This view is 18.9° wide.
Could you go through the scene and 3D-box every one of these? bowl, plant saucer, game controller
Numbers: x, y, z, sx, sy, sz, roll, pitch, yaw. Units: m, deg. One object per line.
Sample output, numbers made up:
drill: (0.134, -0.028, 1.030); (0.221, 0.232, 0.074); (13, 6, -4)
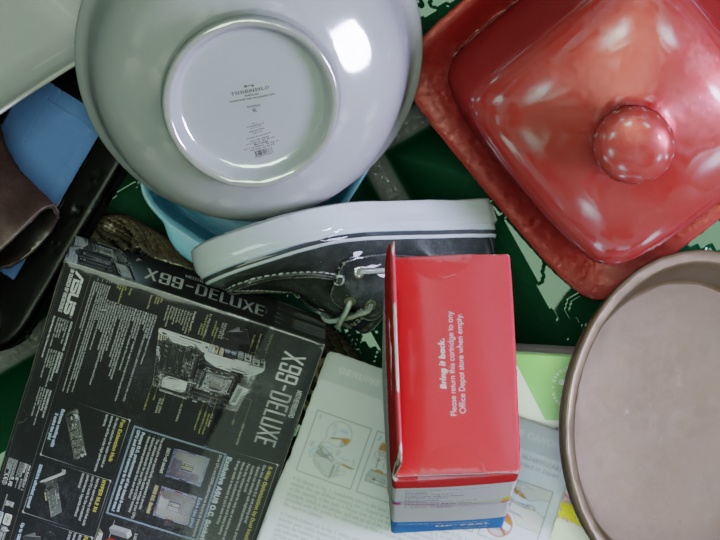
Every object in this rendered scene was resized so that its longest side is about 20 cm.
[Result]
bowl: (-0.061, -0.107, 1.192); (0.199, 0.090, 0.202); (-1, 114, -2)
plant saucer: (0.190, 0.089, 1.256); (0.199, 0.029, 0.202); (0, 91, -32)
game controller: (-0.196, -0.055, 1.282); (0.104, 0.042, 0.201); (31, 92, 15)

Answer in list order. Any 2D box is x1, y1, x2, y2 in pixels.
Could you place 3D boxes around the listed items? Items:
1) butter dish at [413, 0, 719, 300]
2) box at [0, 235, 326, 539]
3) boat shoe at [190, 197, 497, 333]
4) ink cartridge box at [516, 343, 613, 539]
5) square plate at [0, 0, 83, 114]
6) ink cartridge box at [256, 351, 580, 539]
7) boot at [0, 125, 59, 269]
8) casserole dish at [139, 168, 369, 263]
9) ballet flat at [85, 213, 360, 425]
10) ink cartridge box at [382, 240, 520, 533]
butter dish: (0.148, -0.089, 1.211); (0.200, 0.148, 0.200); (-38, 103, 14)
box: (-0.123, 0.099, 1.264); (0.157, 0.050, 0.201); (17, 106, -5)
boat shoe: (0.000, 0.000, 1.239); (0.199, 0.072, 0.071); (-7, 84, -29)
ink cartridge box: (0.087, 0.145, 1.281); (0.116, 0.067, 0.202); (3, 92, 2)
square plate: (-0.268, -0.148, 1.248); (0.200, 0.028, 0.198); (-38, 74, -18)
ink cartridge box: (0.021, 0.167, 1.240); (0.159, 0.047, 0.201); (19, 77, 5)
boot: (-0.291, -0.035, 1.251); (0.199, 0.072, 0.167); (-36, 65, -5)
casserole dish: (-0.047, -0.091, 1.288); (0.121, 0.039, 0.201); (31, 93, -2)
ballet flat: (-0.083, 0.030, 1.290); (0.199, 0.046, 0.068); (35, 92, -1)
ink cartridge box: (0.046, 0.064, 1.137); (0.067, 0.200, 0.117); (-2, 74, 0)
